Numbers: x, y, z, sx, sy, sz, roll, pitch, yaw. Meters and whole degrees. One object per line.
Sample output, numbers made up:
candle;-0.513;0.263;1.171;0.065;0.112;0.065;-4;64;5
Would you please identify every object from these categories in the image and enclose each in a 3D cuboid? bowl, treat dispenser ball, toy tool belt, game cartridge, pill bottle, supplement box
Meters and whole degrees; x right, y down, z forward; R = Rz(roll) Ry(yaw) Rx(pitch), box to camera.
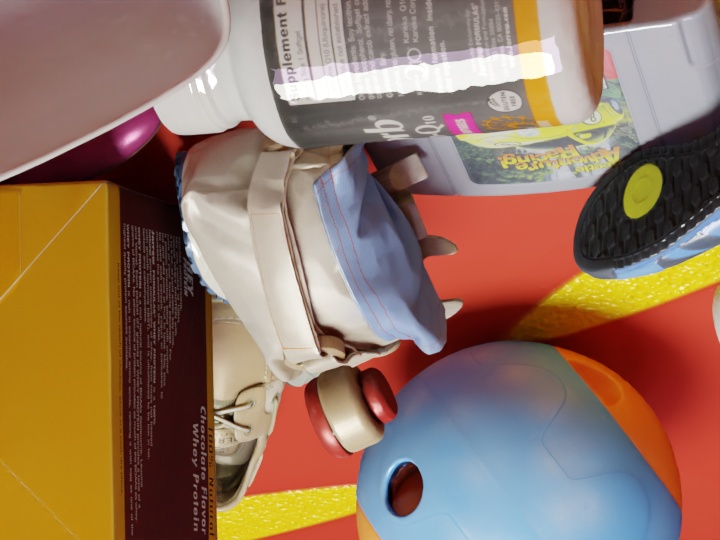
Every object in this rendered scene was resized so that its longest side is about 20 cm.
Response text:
bowl;-0.175;-0.142;0.892;0.200;0.075;0.200;-26;108;-6
treat dispenser ball;0.096;0.143;1.298;0.201;0.201;0.201;3;149;2
toy tool belt;0.000;0.000;1.085;0.123;0.125;0.200;-23;119;11
game cartridge;0.091;-0.089;1.081;0.200;0.041;0.133;-6;151;17
pill bottle;0.006;-0.117;0.969;0.200;0.117;0.116;-4;147;14
supplement box;-0.167;0.061;1.142;0.133;0.198;0.200;-2;177;11

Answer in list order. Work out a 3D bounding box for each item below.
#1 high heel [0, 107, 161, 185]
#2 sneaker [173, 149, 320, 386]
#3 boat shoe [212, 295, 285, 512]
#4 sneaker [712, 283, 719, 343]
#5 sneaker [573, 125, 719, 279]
high heel;-0.204;-0.084;1.092;0.200;0.068;0.096;-7;157;25
sneaker;-0.040;-0.015;1.197;0.085;0.077;0.200;-21;143;13
boat shoe;-0.084;0.084;1.351;0.072;0.065;0.200;7;144;-2
sneaker;0.312;0.051;1.231;0.146;0.081;0.200;-15;138;36
sneaker;0.192;-0.038;1.058;0.078;0.066;0.200;21;144;-33
